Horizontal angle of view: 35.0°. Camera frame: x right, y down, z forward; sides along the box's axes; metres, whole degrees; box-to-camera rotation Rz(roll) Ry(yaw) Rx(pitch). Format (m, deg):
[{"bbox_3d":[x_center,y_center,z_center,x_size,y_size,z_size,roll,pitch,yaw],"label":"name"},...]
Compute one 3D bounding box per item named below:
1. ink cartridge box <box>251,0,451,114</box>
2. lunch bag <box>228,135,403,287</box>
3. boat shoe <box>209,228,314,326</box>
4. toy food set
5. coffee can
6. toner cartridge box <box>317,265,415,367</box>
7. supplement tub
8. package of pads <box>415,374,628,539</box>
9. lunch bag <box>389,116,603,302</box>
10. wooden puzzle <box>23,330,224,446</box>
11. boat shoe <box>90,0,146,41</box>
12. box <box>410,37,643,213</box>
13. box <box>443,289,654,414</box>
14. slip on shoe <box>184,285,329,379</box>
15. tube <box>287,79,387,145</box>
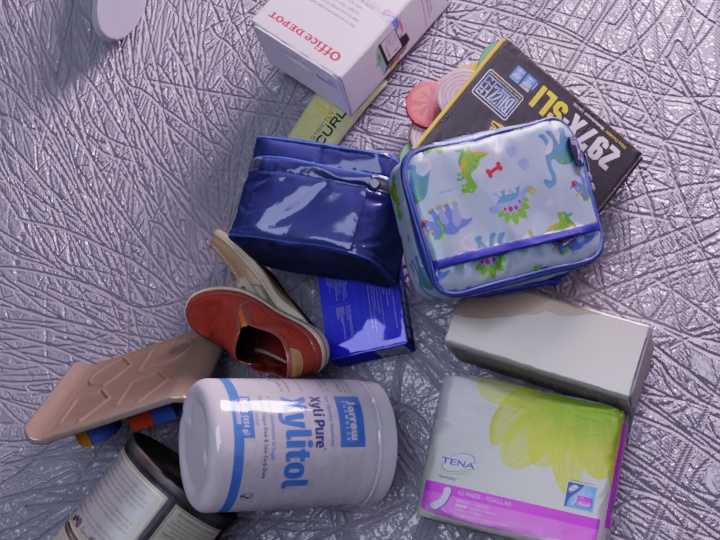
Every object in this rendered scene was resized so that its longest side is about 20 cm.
[{"bbox_3d":[-0.009,-0.306,1.352,0.144,0.084,0.201,35,75,23],"label":"ink cartridge box"},{"bbox_3d":[-0.028,-0.070,1.225,0.197,0.136,0.134,9,77,16],"label":"lunch bag"},{"bbox_3d":[-0.118,0.035,1.304,0.064,0.071,0.200,-42,67,0],"label":"boat shoe"},{"bbox_3d":[0.140,-0.153,1.293,0.199,0.049,0.199,-36,66,5],"label":"toy food set"},{"bbox_3d":[-0.249,0.298,1.223,0.146,0.146,0.201,37,87,24],"label":"coffee can"},{"bbox_3d":[0.000,0.000,1.293,0.094,0.043,0.203,-12,70,12],"label":"toner cartridge box"},{"bbox_3d":[-0.076,0.176,1.164,0.197,0.132,0.134,2,69,-24],"label":"supplement tub"},{"bbox_3d":[0.165,0.195,1.166,0.197,0.068,0.157,9,77,19],"label":"package of pads"},{"bbox_3d":[0.137,-0.056,1.141,0.197,0.082,0.163,-11,84,-14],"label":"lunch bag"},{"bbox_3d":[-0.253,0.135,1.281,0.197,0.186,0.047,-14,109,11],"label":"wooden puzzle"},{"bbox_3d":[-0.324,-0.395,1.513,0.069,0.070,0.203,-3,74,45],"label":"boat shoe"},{"bbox_3d":[0.177,-0.123,1.224,0.199,0.049,0.160,41,83,1],"label":"box"},{"bbox_3d":[0.196,0.077,1.181,0.197,0.095,0.079,16,78,20],"label":"box"},{"bbox_3d":[-0.124,0.068,1.245,0.198,0.061,0.075,21,118,35],"label":"slip on shoe"},{"bbox_3d":[-0.053,-0.164,1.360,0.058,0.052,0.201,39,79,-20],"label":"tube"}]
